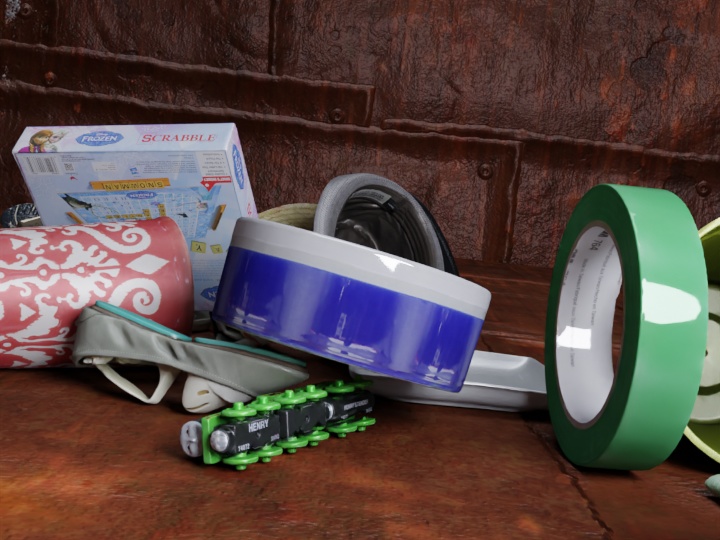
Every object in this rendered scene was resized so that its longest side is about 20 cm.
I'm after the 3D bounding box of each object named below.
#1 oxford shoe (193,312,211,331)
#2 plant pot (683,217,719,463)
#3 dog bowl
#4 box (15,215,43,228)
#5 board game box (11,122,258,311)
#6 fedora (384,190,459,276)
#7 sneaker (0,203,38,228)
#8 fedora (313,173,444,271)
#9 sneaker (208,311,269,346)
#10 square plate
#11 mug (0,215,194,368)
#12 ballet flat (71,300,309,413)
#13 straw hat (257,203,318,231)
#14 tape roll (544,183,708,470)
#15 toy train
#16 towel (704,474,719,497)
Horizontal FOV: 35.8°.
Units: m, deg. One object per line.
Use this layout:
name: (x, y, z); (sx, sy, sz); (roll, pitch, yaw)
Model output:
oxford shoe: (-0.225, 0.038, 1.184); (0.075, 0.058, 0.200); (10, 7, 28)
plant pot: (0.306, 0.063, 0.902); (0.199, 0.202, 0.193); (6, -7, 0)
dog bowl: (-0.008, 0.026, 0.842); (0.199, 0.079, 0.200); (17, -2, 1)
box: (-0.266, -0.023, 1.202); (0.199, 0.095, 0.078); (-20, -10, -34)
board game box: (-0.194, -0.044, 1.035); (0.198, 0.200, 0.041); (1, 44, 10)
fedora: (0.045, 0.010, 1.290); (0.091, 0.202, 0.200); (-24, -8, 24)
sneaker: (-0.565, -0.070, 2.052); (0.199, 0.078, 0.086); (11, -10, -29)
fedora: (0.000, 0.000, 1.127); (0.176, 0.201, 0.090); (34, -44, -28)
sneaker: (-0.126, 0.038, 1.172); (0.079, 0.079, 0.200); (-10, 4, -25)
square plate: (0.082, 0.097, 1.031); (0.197, 0.029, 0.200); (6, 5, -4)
mug: (-0.261, 0.038, 0.944); (0.199, 0.178, 0.134); (-2, 44, -31)
ballet flat: (-0.131, 0.075, 0.840); (0.199, 0.064, 0.067); (14, -8, 23)
straw hat: (-0.077, 0.022, 1.295); (0.200, 0.201, 0.085); (3, 47, -30)
tape roll: (0.183, 0.040, 0.796); (0.048, 0.202, 0.200); (5, 5, -7)
toy train: (-0.052, 0.101, 0.765); (0.056, 0.042, 0.200); (-3, 0, 28)
towel: (0.321, 0.156, 0.666); (0.151, 0.024, 0.200); (5, 5, -9)
